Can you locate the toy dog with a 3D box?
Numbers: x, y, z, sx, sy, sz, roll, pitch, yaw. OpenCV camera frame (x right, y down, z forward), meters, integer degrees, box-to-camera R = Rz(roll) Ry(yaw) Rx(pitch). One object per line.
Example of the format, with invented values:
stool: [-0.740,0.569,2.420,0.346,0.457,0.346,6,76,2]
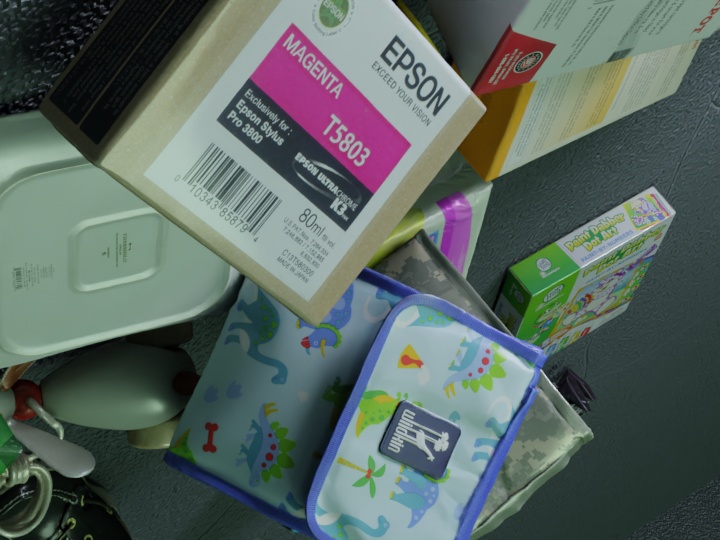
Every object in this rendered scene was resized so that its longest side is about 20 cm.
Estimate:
toy dog: [-0.178,0.086,0.932,0.199,0.133,0.096,-32,-163,-31]

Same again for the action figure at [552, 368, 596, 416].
action figure: [0.209,0.212,1.791,0.200,0.070,0.130,-43,162,19]

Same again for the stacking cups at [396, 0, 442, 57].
stacking cups: [-0.036,-0.088,0.897,0.199,0.061,0.060,-37,157,7]

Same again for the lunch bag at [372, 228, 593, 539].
lunch bag: [0.051,0.102,1.016,0.163,0.201,0.118,-38,155,-2]

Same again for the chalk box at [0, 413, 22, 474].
chalk box: [-0.303,0.083,0.731,0.124,0.125,0.200,-43,158,12]

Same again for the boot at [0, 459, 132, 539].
boot: [-0.213,0.236,1.105,0.073,0.154,0.204,-37,157,0]

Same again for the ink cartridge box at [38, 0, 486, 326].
ink cartridge box: [-0.045,-0.087,0.753,0.165,0.075,0.200,-51,137,1]

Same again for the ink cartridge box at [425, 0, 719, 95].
ink cartridge box: [0.159,-0.199,0.876,0.198,0.085,0.145,-16,160,-24]

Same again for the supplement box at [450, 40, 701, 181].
supplement box: [0.160,-0.162,1.018,0.198,0.074,0.127,-26,154,-27]

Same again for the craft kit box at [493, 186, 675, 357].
craft kit box: [0.226,0.021,1.494,0.199,0.049,0.198,-29,152,-22]

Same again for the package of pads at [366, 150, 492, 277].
package of pads: [0.000,0.000,1.094,0.198,0.068,0.155,-27,153,-23]

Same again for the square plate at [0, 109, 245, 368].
square plate: [-0.147,-0.019,0.826,0.196,0.029,0.201,-14,141,-24]

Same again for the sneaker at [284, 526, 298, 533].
sneaker: [-0.013,0.179,1.385,0.199,0.082,0.073,-36,155,-9]

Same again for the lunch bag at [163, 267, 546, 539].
lunch bag: [-0.001,0.090,0.903,0.172,0.198,0.127,-65,166,-2]
